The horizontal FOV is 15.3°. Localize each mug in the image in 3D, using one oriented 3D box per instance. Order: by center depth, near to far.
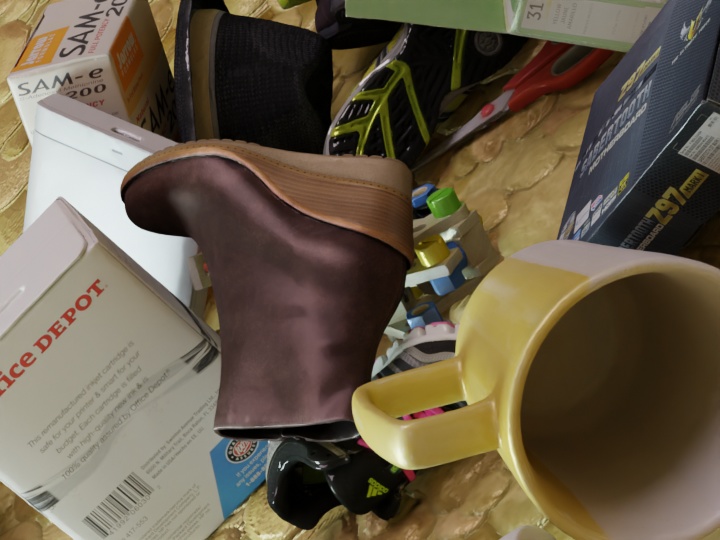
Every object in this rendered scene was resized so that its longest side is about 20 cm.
[{"bbox_3d":[0.104,0.045,1.364,0.150,0.186,0.153,-68,21,6],"label":"mug"}]

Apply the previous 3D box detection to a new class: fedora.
[{"bbox_3d":[-0.063,-0.112,1.792,0.091,0.201,0.201,-5,41,7],"label":"fedora"}]

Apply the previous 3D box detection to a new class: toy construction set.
[{"bbox_3d":[0.000,0.000,1.607,0.200,0.092,0.131,7,37,36],"label":"toy construction set"}]

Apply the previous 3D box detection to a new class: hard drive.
[{"bbox_3d":[-0.157,0.003,1.694,0.132,0.200,0.027,23,31,23],"label":"hard drive"}]

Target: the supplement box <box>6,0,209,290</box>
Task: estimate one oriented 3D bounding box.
[{"bbox_3d":[-0.156,-0.071,1.769,0.073,0.200,0.126,-11,26,12],"label":"supplement box"}]

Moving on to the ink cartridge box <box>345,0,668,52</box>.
[{"bbox_3d":[0.092,-0.201,1.665,0.146,0.200,0.048,-91,12,-50],"label":"ink cartridge box"}]

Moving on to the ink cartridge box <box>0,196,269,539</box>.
[{"bbox_3d":[-0.153,0.077,1.615,0.146,0.200,0.086,-45,30,2],"label":"ink cartridge box"}]

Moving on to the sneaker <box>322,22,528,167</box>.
[{"bbox_3d":[0.040,-0.134,1.753,0.200,0.075,0.076,-46,8,-16],"label":"sneaker"}]

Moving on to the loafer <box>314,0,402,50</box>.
[{"bbox_3d":[0.002,-0.192,1.797,0.072,0.063,0.200,-10,-4,-4],"label":"loafer"}]

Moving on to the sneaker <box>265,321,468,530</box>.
[{"bbox_3d":[0.018,0.095,1.509,0.200,0.074,0.088,-23,42,37],"label":"sneaker"}]

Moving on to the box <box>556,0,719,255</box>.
[{"bbox_3d":[0.175,-0.085,1.464,0.200,0.051,0.158,-53,15,52],"label":"box"}]

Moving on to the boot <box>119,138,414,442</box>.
[{"bbox_3d":[-0.068,0.013,1.523,0.200,0.072,0.167,1,65,29],"label":"boot"}]

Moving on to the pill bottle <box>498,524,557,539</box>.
[{"bbox_3d":[0.025,0.215,1.313,0.200,0.110,0.110,-35,32,19],"label":"pill bottle"}]

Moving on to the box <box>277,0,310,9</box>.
[{"bbox_3d":[-0.025,-0.279,1.816,0.048,0.122,0.200,-24,-11,-36],"label":"box"}]

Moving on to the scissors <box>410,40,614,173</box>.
[{"bbox_3d":[0.093,-0.105,1.708,0.200,0.014,0.073,-41,30,8],"label":"scissors"}]
